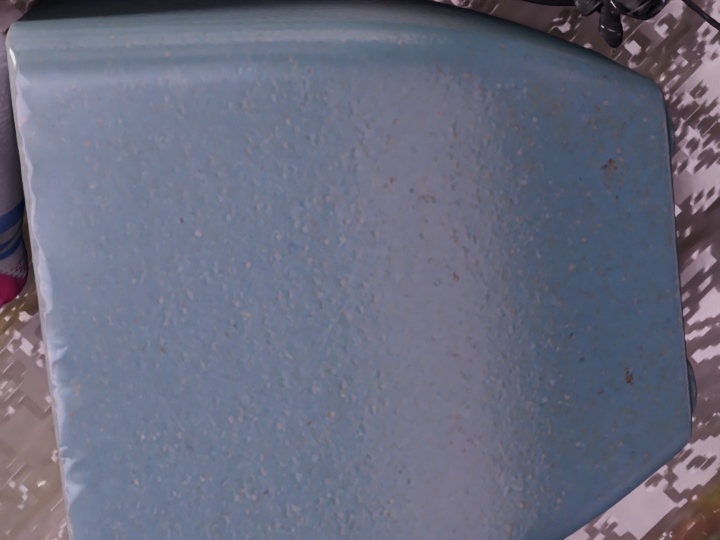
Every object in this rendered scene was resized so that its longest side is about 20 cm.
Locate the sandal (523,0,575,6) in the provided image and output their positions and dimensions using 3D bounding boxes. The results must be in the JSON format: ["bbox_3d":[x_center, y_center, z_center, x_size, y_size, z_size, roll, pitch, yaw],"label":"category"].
[{"bbox_3d":[0.029,-0.145,0.782,0.200,0.048,0.076,31,94,-24],"label":"sandal"}]

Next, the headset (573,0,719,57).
[{"bbox_3d":[0.166,-0.091,0.786,0.199,0.094,0.124,-1,92,-9],"label":"headset"}]

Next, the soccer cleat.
[{"bbox_3d":[-0.136,-0.034,0.821,0.069,0.200,0.087,17,82,-9],"label":"soccer cleat"}]

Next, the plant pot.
[{"bbox_3d":[0.000,0.000,0.801,0.199,0.196,0.197,-8,100,-3],"label":"plant pot"}]
